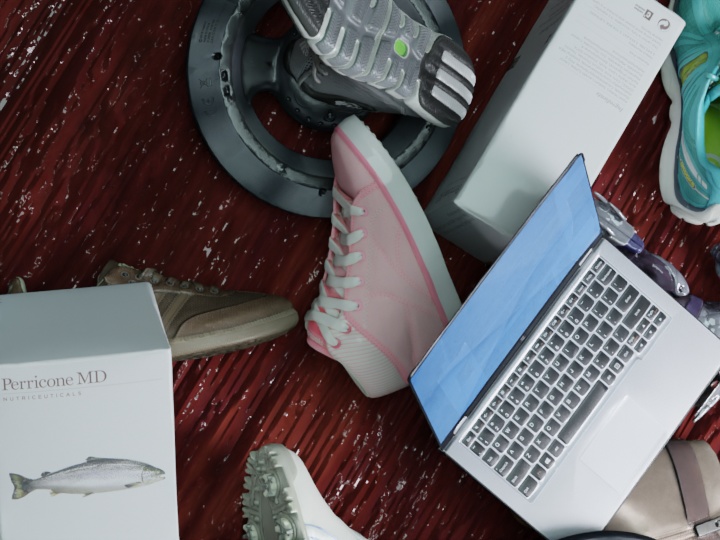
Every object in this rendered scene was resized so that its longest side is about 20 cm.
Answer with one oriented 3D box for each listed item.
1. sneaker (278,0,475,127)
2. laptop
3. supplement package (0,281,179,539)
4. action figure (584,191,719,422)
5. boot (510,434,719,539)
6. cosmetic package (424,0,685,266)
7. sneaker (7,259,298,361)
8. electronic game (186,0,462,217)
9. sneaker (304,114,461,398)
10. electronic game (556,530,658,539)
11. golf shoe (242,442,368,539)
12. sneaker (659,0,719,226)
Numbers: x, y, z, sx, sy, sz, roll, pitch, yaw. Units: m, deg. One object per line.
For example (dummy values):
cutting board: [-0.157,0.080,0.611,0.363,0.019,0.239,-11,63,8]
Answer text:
sneaker: [-0.024,-0.152,1.525,0.200,0.115,0.075,39,64,-40]
laptop: [0.142,0.062,1.529,0.200,0.116,0.187,40,78,-10]
supplement package: [-0.181,0.122,1.495,0.116,0.117,0.201,-5,113,-11]
action figure: [0.215,0.024,1.648,0.200,0.069,0.130,34,71,-10]
boot: [0.180,0.148,1.634,0.146,0.070,0.201,-18,89,-19]
cosmetic package: [0.132,-0.102,1.622,0.081,0.113,0.200,34,77,-6]
sneaker: [-0.142,0.026,1.575,0.199,0.070,0.076,-10,85,-12]
electronic game: [-0.023,-0.137,1.621,0.199,0.042,0.201,0,91,-17]
sneaker: [0.000,0.000,1.580,0.104,0.075,0.201,-27,117,-7]
electronic game: [0.153,0.268,1.590,0.199,0.042,0.201,-6,113,-14]
golf shoe: [-0.014,0.204,1.592,0.097,0.078,0.201,-21,94,-29]
sneaker: [0.259,-0.131,1.659,0.077,0.080,0.201,6,70,-10]
